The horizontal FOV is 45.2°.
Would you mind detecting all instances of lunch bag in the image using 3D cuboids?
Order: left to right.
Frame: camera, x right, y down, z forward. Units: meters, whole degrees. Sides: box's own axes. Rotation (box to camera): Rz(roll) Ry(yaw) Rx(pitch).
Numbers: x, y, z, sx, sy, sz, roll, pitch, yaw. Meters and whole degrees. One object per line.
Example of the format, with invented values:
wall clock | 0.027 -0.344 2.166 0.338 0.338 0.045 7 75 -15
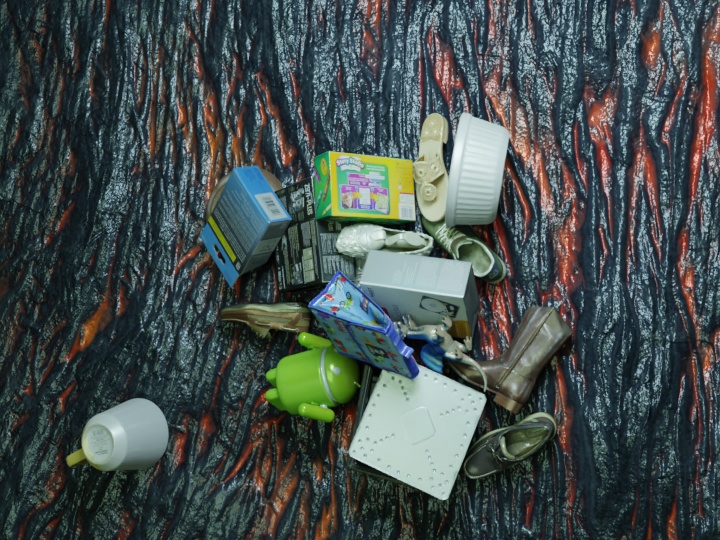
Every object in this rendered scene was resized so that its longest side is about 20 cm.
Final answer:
lunch bag | 0.024 0.111 1.547 0.198 0.151 0.094 26 65 42

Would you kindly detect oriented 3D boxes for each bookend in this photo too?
bookend | 0.092 0.297 1.639 0.196 0.092 0.203 12 91 18

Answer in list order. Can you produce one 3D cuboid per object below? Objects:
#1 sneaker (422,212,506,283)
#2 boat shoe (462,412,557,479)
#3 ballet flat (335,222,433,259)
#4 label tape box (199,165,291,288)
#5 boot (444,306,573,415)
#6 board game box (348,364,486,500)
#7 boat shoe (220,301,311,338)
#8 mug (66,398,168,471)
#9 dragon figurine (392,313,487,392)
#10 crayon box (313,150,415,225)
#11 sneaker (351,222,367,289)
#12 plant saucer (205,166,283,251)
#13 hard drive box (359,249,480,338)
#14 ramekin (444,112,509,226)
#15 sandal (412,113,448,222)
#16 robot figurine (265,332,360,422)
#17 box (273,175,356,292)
sneaker | 0.189 -0.053 1.623 0.200 0.090 0.067 43 102 16
boat shoe | 0.268 0.324 1.591 0.199 0.065 0.074 -36 78 15
ballet flat | 0.051 -0.058 1.632 0.196 0.072 0.073 4 88 -24
label tape box | -0.233 -0.087 1.730 0.145 0.063 0.201 55 133 21
boot | 0.274 0.135 1.604 0.185 0.064 0.202 33 94 21
board game box | 0.104 0.284 1.582 0.197 0.026 0.203 23 82 9
boat shoe | -0.193 0.102 1.760 0.196 0.075 0.076 -2 90 20
mug | -0.514 0.368 1.817 0.148 0.153 0.188 34 99 17
dragon figurine | 0.149 0.144 1.581 0.200 0.059 0.099 43 142 -8
crayon box | 0.010 -0.154 1.637 0.058 0.197 0.121 -11 80 56
sneaker | 0.000 0.000 1.679 0.074 0.086 0.204 -7 86 -20
plant saucer | -0.245 -0.119 1.808 0.196 0.037 0.205 -1 88 20
hard drive box | 0.113 0.045 1.605 0.196 0.157 0.078 8 59 20
ramekin | 0.213 -0.176 1.572 0.092 0.202 0.207 10 91 8
sandal | 0.123 -0.203 1.642 0.077 0.069 0.216 -8 72 39
robot figurine | -0.087 0.214 1.693 0.197 0.116 0.178 -15 53 19
box | -0.095 -0.068 1.688 0.163 0.085 0.204 -14 81 53
